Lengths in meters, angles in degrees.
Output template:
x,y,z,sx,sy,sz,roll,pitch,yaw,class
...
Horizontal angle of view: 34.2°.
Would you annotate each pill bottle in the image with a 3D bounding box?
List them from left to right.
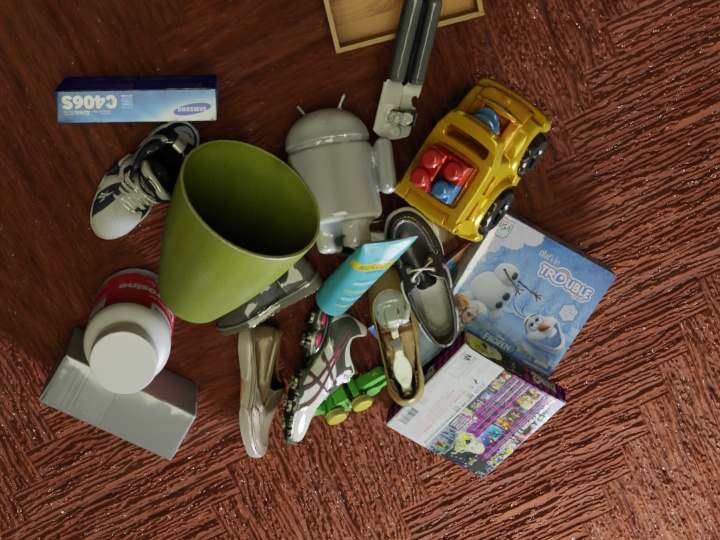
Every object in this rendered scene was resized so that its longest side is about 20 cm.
x,y,z,sx,sy,sz,roll,pitch,yaw,class
-0.304,0.081,1.543,0.111,0.200,0.113,-2,110,-5,pill bottle

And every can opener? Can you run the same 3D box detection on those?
x,y,z,sx,sy,sz,roll,pitch,yaw,class
0.056,-0.263,1.513,0.052,0.067,0.201,4,121,-18,can opener

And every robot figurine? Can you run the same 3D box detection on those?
x,y,z,sx,sy,sz,roll,pitch,yaw,class
-0.036,-0.124,1.529,0.168,0.113,0.202,-9,88,11,robot figurine

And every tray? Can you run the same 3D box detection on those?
x,y,z,sx,sy,sz,roll,pitch,yaw,class
0.052,-0.356,1.512,0.198,0.037,0.099,-14,111,0,tray

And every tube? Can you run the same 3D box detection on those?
x,y,z,sx,sy,sz,roll,pitch,yaw,class
0.000,0.000,1.549,0.077,0.200,0.051,-14,73,-30,tube

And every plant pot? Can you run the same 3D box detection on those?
x,y,z,sx,sy,sz,roll,pitch,yaw,class
-0.177,-0.027,1.479,0.186,0.188,0.200,26,131,-14,plant pot

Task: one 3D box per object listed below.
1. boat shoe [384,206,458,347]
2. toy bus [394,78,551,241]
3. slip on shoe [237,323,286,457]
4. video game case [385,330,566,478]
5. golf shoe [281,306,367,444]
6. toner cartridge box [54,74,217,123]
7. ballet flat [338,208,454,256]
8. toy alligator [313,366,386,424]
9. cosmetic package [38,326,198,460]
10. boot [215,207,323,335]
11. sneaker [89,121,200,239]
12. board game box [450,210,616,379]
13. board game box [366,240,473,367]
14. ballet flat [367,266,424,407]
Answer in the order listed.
x,y,z,sx,sy,sz,roll,pitch,yaw,class
0.084,0.012,1.560,0.073,0.060,0.201,-16,117,1,boat shoe
0.134,-0.147,1.496,0.135,0.192,0.201,36,102,17,toy bus
-0.136,0.172,1.662,0.060,0.076,0.202,1,103,6,slip on shoe
0.164,0.197,1.687,0.181,0.036,0.200,30,125,-15,video game case
-0.054,0.153,1.638,0.087,0.077,0.201,17,90,-11,golf shoe
-0.282,-0.220,1.495,0.198,0.095,0.044,-2,111,-5,toner cartridge box
0.044,-0.047,1.602,0.198,0.072,0.068,-1,110,-6,ballet flat
0.002,0.170,1.688,0.199,0.060,0.054,-28,154,3,toy alligator
-0.329,0.170,1.624,0.199,0.107,0.090,31,104,-13,cosmetic package
-0.164,-0.032,1.588,0.181,0.073,0.201,-31,111,5,boot
-0.284,-0.108,1.515,0.199,0.130,0.080,-41,107,9,sneaker
0.223,0.038,1.647,0.199,0.043,0.200,27,105,-15,board game box
0.116,0.052,1.673,0.200,0.019,0.103,-40,110,9,board game box
0.054,0.090,1.623,0.068,0.063,0.202,-13,89,4,ballet flat
